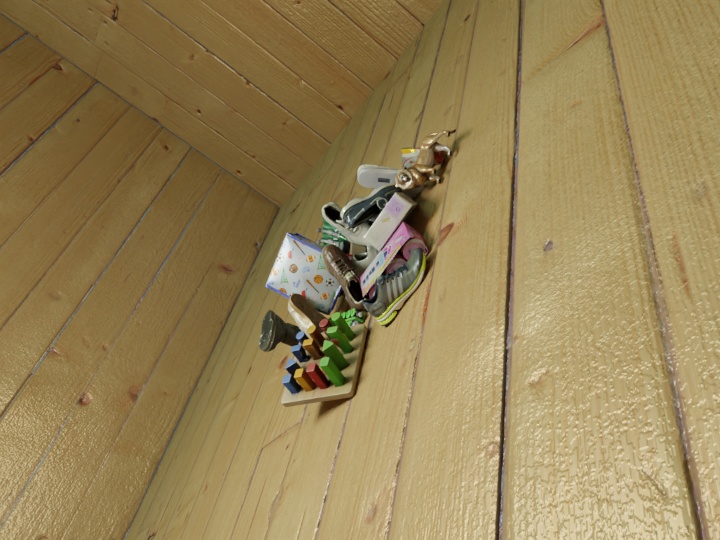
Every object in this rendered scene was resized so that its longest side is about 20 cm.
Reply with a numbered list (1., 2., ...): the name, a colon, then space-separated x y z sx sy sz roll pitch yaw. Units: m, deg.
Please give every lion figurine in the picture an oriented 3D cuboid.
1. lion figurine: 0.178 -0.306 1.578 0.121 0.072 0.203 16 73 40

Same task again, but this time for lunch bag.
1. lunch bag: -0.140 0.010 1.624 0.173 0.196 0.124 -67 -9 8

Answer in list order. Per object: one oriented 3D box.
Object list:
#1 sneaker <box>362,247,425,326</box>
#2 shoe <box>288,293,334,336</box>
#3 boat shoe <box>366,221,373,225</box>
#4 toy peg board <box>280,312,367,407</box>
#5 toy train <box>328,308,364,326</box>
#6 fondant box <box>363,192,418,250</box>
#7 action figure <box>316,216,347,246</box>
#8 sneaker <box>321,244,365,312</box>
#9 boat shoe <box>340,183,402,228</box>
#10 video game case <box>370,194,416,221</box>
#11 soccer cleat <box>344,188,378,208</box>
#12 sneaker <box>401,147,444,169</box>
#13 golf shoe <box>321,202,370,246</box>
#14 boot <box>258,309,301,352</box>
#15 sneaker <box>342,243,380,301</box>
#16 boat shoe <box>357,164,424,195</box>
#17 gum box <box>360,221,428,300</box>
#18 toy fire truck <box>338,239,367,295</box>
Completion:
1. sneaker: 0.080 0.030 1.333 0.202 0.080 0.074 -56 17 6
2. shoe: -0.125 0.148 1.547 0.069 0.200 0.054 -24 -24 -50
3. boat shoe: 0.016 -0.118 1.809 0.197 0.074 0.068 -26 57 36
4. toy peg board: -0.103 0.202 1.379 0.195 0.099 0.203 -14 39 26
5. toy train: -0.046 0.147 1.562 0.199 0.041 0.058 -25 45 61
6. fondant box: 0.084 -0.134 1.543 0.145 0.058 0.200 -54 -3 12
7. action figure: -0.045 -0.092 1.795 0.055 0.196 0.121 -37 -47 -53
8. sneaker: -0.032 0.011 1.518 0.070 0.202 0.076 -30 -7 -18
9. boat shoe: 0.040 -0.177 1.582 0.197 0.062 0.076 -26 -30 -25
10. video game case: 0.067 -0.203 1.747 0.142 0.018 0.199 -38 24 -13
11. soccer cleat: 0.047 -0.197 1.676 0.198 0.073 0.069 -31 -34 -24
12. sneaker: 0.185 -0.319 1.696 0.199 0.076 0.084 -157 67 -66
13. golf shoe: -0.036 -0.130 1.705 0.079 0.198 0.097 -59 -6 4
14. boot: -0.171 0.195 1.551 0.073 0.198 0.183 -49 20 20
15. sneaker: 0.000 0.000 1.596 0.201 0.091 0.076 -49 17 27
16. boat shoe: 0.086 -0.267 1.652 0.071 0.195 0.072 -95 13 -52
17. gum box: 0.084 -0.017 1.427 0.201 0.065 0.114 -53 16 16
18. toy fire truck: -0.059 0.029 1.709 0.176 0.126 0.205 146 133 -63
